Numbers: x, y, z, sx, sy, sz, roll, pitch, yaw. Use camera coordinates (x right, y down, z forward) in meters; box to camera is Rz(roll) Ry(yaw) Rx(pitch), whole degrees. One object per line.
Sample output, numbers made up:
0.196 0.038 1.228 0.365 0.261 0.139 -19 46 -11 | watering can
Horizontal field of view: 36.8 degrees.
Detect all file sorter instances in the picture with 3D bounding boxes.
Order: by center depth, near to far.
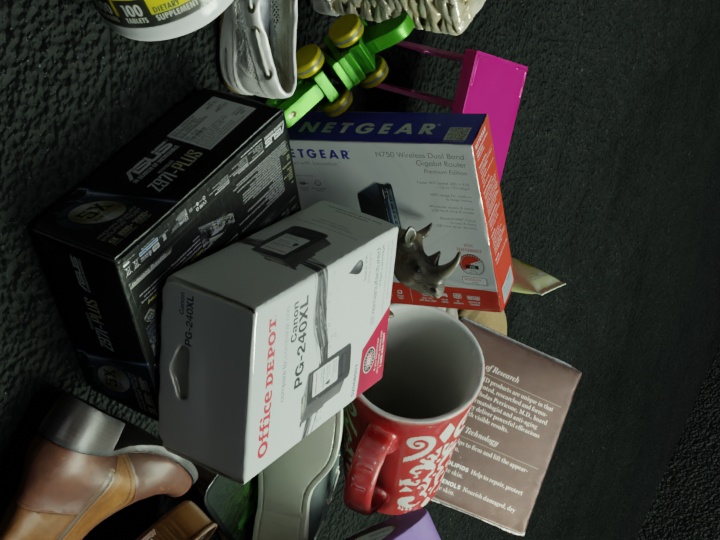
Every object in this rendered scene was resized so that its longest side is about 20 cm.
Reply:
0.069 -0.126 1.102 0.138 0.124 0.204 -6 111 -60 | file sorter

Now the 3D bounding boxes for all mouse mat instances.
-0.072 0.170 1.023 0.201 0.007 0.162 -59 148 -28 | mouse mat

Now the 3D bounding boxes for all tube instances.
0.123 -0.011 1.184 0.058 0.198 0.052 -54 149 -27 | tube

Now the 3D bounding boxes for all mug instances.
0.024 0.155 1.058 0.176 0.134 0.202 -29 150 -25 | mug

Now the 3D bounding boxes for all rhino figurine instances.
0.000 0.000 0.949 0.059 0.197 0.089 -2 84 -57 | rhino figurine

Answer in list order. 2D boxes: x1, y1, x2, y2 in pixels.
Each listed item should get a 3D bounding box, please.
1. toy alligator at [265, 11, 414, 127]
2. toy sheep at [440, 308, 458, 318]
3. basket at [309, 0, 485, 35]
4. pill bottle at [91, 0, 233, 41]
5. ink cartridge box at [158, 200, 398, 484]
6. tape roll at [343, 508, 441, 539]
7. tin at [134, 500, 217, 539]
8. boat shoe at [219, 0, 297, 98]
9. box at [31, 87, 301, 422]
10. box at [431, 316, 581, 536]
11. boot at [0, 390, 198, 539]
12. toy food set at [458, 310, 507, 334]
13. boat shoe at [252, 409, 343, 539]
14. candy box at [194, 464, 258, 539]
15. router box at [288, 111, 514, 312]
-0.043 -0.163 0.929 0.199 0.054 0.059 -37 130 5 | toy alligator
0.041 0.059 1.160 0.139 0.136 0.201 -57 162 -26 | toy sheep
0.046 -0.338 0.913 0.201 0.159 0.200 -53 147 -28 | basket
-0.149 -0.250 0.659 0.113 0.111 0.201 -58 148 -24 | pill bottle
-0.059 0.049 0.833 0.199 0.082 0.148 -32 134 -52 | ink cartridge box
-0.007 0.307 1.011 0.199 0.199 0.086 -19 80 -56 | tape roll
-0.197 0.264 0.885 0.199 0.042 0.113 -37 163 -48 | tin
-0.071 -0.234 0.850 0.071 0.068 0.203 -35 134 -46 | boat shoe
-0.135 -0.016 0.837 0.200 0.085 0.166 -49 144 -37 | box
0.128 0.177 1.271 0.166 0.162 0.203 168 -56 -76 | box
-0.221 0.213 0.835 0.202 0.068 0.188 -63 157 -11 | boot
0.136 0.121 1.438 0.200 0.048 0.201 37 73 -61 | toy food set
-0.055 0.185 0.995 0.062 0.072 0.204 -26 130 -73 | boat shoe
-0.097 0.204 1.061 0.117 0.056 0.202 -52 144 -33 | candy box
0.029 -0.053 0.975 0.049 0.197 0.182 -59 144 -43 | router box
